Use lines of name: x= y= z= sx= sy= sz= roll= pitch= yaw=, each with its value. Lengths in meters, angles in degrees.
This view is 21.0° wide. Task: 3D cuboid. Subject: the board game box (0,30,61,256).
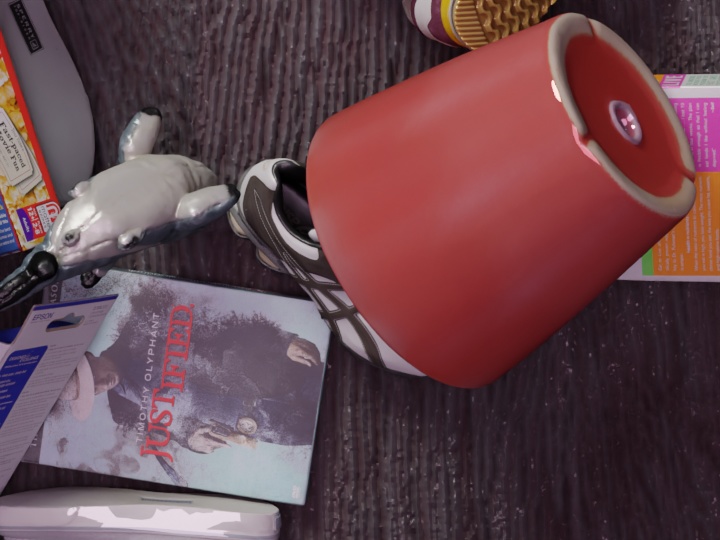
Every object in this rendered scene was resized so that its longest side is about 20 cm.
board game box: x=-0.287 y=-0.098 z=1.273 sx=0.151 sy=0.046 sz=0.200 roll=-13 pitch=98 yaw=38

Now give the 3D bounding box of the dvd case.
dvd case: x=-0.125 y=0.077 z=1.336 sx=0.200 sy=0.022 sz=0.146 roll=10 pitch=97 yaw=2

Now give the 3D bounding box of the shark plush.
shark plush: x=-0.156 y=-0.014 z=1.243 sx=0.091 sy=0.200 sz=0.083 roll=35 pitch=141 yaw=8

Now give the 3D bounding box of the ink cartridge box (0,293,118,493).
ink cartridge box: x=-0.241 y=0.089 z=1.284 sx=0.037 sy=0.095 sz=0.200 roll=42 pitch=111 yaw=19

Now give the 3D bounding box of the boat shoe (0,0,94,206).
boat shoe: x=-0.237 y=-0.137 z=1.299 sx=0.064 sy=0.071 sz=0.200 roll=-10 pitch=102 yaw=38

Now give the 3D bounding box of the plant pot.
plant pot: x=0.096 y=-0.053 z=1.196 sx=0.177 sy=0.200 sz=0.201 roll=-32 pitch=95 yaw=31

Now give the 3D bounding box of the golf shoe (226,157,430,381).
golf shoe: x=0.000 y=0.000 z=1.278 sx=0.200 sy=0.094 sz=0.078 roll=36 pitch=69 yaw=-4

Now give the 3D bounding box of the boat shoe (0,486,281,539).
boat shoe: x=-0.156 y=0.187 z=1.331 sx=0.200 sy=0.072 sz=0.069 roll=3 pitch=95 yaw=-8

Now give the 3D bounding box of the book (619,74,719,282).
book: x=0.256 y=-0.060 z=1.243 sx=0.200 sy=0.048 sz=0.134 roll=2 pitch=115 yaw=19

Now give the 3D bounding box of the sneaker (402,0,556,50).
sneaker: x=0.116 y=-0.215 z=1.267 sx=0.200 sy=0.090 sz=0.075 roll=-34 pitch=119 yaw=-19
